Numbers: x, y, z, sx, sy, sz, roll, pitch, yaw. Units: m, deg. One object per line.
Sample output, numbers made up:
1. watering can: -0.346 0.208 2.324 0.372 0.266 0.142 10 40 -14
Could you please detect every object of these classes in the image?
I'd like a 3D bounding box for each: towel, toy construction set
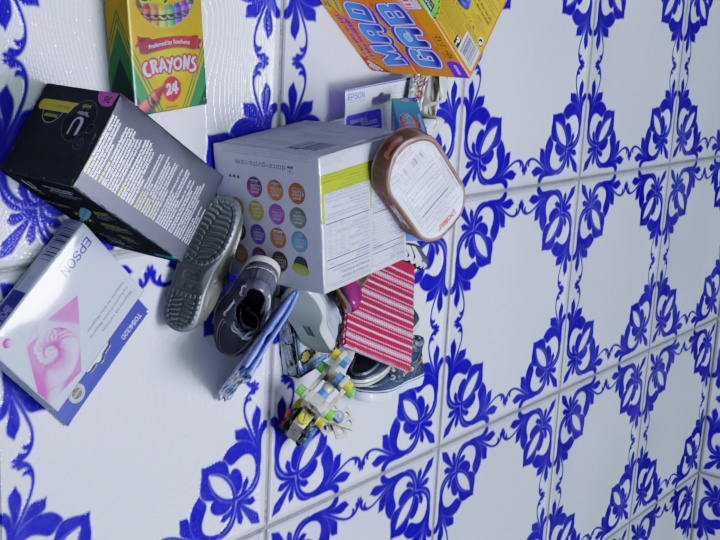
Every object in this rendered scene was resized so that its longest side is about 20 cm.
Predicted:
1. towel: 0.030 0.056 1.773 0.144 0.022 0.201 23 56 -31
2. towel: -0.148 0.113 1.575 0.024 0.200 0.147 34 65 -5
3. toy construction set: -0.063 0.218 1.742 0.131 0.092 0.200 -49 160 -25

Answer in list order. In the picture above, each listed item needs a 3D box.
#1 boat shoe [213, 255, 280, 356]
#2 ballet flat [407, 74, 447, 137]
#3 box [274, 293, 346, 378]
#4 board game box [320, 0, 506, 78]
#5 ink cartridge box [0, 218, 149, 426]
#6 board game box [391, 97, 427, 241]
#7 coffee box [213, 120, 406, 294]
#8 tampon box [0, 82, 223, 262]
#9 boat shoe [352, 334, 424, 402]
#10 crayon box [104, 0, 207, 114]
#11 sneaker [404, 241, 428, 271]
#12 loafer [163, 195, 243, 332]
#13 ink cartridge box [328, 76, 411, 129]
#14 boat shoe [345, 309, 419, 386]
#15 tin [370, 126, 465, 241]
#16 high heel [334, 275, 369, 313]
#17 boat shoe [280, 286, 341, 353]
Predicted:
1. boat shoe: -0.170 0.065 1.540 0.063 0.072 0.200 -79 -166 -47
2. ballet flat: 0.111 -0.274 1.806 0.075 0.064 0.202 -10 108 -54
3. box: -0.055 0.074 1.778 0.200 0.040 0.138 -29 121 -45
4. board game box: 0.089 -0.445 1.682 0.200 0.199 0.201 45 65 -48
5. ink cartridge box: -0.364 0.072 1.379 0.197 0.043 0.200 -59 138 -24
6. board game box: 0.078 -0.161 1.691 0.200 0.045 0.153 -99 -173 -59
7. coffee box: -0.069 -0.098 1.579 0.199 0.199 0.199 -24 118 -48
8. tampon box: -0.299 -0.118 1.318 0.200 0.149 0.127 41 69 -49
9. boat shoe: 0.049 0.171 1.922 0.200 0.070 0.092 -15 111 -57
10. crayon box: -0.264 -0.307 1.391 0.127 0.051 0.202 -22 116 -47
11. sneaker: 0.068 -0.062 1.875 0.200 0.066 0.091 29 80 -49
12. loafer: -0.219 -0.009 1.530 0.201 0.075 0.070 -66 165 0
13. ink cartridge box: 0.023 -0.212 1.792 0.198 0.043 0.202 -21 117 -49
14. boat shoe: 0.034 0.118 1.816 0.200 0.074 0.063 -48 135 -38
15. tin: 0.086 -0.120 1.556 0.112 0.042 0.200 -46 137 -6
16. high heel: 0.000 0.000 1.659 0.096 0.200 0.068 -22 116 -1
17. boat shoe: -0.071 0.054 1.648 0.201 0.070 0.072 74 32 -59
